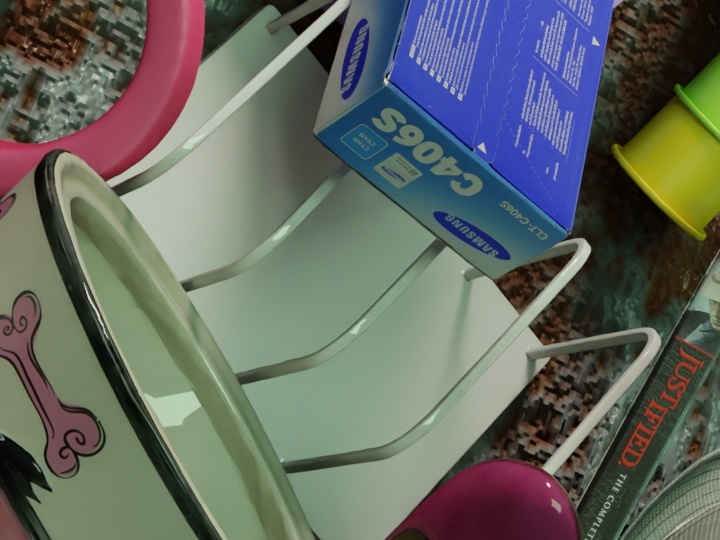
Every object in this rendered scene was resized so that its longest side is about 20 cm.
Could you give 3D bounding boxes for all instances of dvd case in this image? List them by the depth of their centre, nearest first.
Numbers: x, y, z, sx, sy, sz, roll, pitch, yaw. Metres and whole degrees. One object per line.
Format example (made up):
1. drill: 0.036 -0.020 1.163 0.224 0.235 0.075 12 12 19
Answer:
1. dvd case: 0.113 0.066 0.875 0.022 0.146 0.201 28 98 8

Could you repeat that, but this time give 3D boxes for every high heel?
1. high heel: 0.007 0.136 0.794 0.096 0.200 0.068 -25 71 -35

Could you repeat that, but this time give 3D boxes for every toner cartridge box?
1. toner cartridge box: 0.048 -0.102 0.835 0.095 0.043 0.201 37 45 -23

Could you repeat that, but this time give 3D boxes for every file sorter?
1. file sorter: 0.000 0.000 0.875 0.139 0.124 0.200 -45 102 -25

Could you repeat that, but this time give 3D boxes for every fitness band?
1. fitness band: -0.151 -0.106 0.802 0.199 0.037 0.145 19 99 11

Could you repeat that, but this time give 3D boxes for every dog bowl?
1. dog bowl: -0.083 0.063 0.743 0.073 0.200 0.201 -28 97 4

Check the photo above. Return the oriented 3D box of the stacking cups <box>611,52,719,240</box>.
1. stacking cups: 0.203 -0.101 0.970 0.200 0.061 0.060 -44 105 11

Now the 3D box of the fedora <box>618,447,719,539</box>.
1. fedora: 0.180 0.176 0.941 0.200 0.090 0.178 -39 114 -27

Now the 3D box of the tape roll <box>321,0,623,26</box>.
1. tape roll: 0.045 -0.196 0.948 0.199 0.065 0.202 3 84 -32
